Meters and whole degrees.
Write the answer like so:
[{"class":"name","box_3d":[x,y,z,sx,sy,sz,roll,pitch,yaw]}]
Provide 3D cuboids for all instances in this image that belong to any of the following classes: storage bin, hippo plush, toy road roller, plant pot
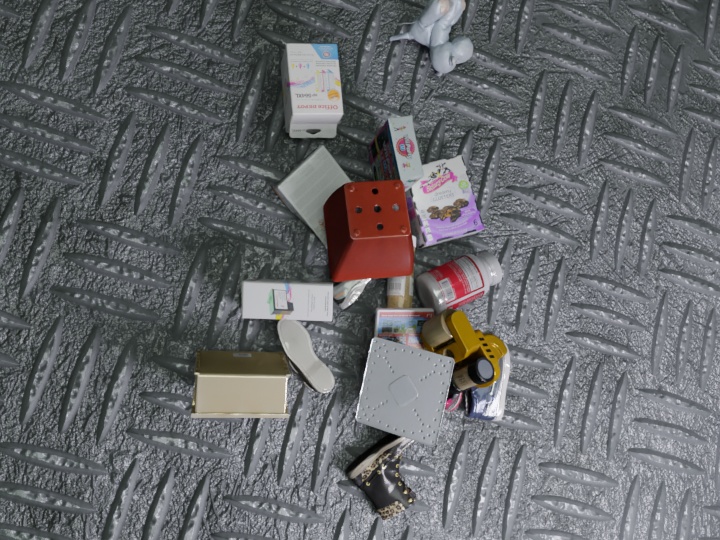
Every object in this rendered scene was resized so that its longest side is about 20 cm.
[{"class":"storage bin","box_3d":[-0.261,0.239,1.380,0.198,0.199,0.095,3,98,-13]},{"class":"hippo plush","box_3d":[0.213,-0.600,1.629,0.199,0.159,0.162,-28,89,-16]},{"class":"toy road roller","box_3d":[0.249,0.178,1.476,0.145,0.123,0.201,-24,81,-39]},{"class":"plant pot","box_3d":[0.025,-0.104,1.446,0.198,0.176,0.202,-5,71,-8]}]

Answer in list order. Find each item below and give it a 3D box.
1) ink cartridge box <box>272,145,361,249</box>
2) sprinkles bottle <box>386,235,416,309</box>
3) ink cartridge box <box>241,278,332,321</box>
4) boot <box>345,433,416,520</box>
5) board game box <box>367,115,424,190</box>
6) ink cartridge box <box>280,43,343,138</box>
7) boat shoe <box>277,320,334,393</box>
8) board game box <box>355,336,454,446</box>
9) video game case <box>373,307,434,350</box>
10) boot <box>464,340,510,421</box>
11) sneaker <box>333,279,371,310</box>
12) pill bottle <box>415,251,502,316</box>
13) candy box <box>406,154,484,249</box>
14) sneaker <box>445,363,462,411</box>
[{"class":"ink cartridge box","box_3d":[-0.093,-0.180,1.567,0.162,0.050,0.200,-44,111,-16]},{"class":"sprinkles bottle","box_3d":[0.099,0.014,1.562,0.068,0.068,0.202,6,81,-13]},{"class":"ink cartridge box","box_3d":[-0.161,0.065,1.433,0.198,0.145,0.085,2,91,-3]},{"class":"boot","box_3d":[0.084,0.471,1.486,0.199,0.073,0.151,-34,91,-7]},{"class":"board game box","box_3d":[0.081,-0.265,1.528,0.064,0.200,0.149,-9,84,-16]},{"class":"ink cartridge box","box_3d":[-0.118,-0.427,1.542,0.127,0.125,0.202,-4,83,-14]},{"class":"boat shoe","box_3d":[-0.135,0.200,1.483,0.074,0.060,0.201,-39,94,-29]},{"class":"board game box","box_3d":[0.101,0.271,1.442,0.198,0.026,0.202,13,93,22]},{"class":"video game case","box_3d":[0.100,0.189,1.526,0.142,0.017,0.202,1,104,-13]},{"class":"boot","box_3d":[0.311,0.270,1.573,0.089,0.073,0.202,8,81,-18]},{"class":"sneaker","box_3d":[0.000,0.000,1.539,0.079,0.074,0.200,40,75,0]},{"class":"pill bottle","box_3d":[0.245,0.028,1.572,0.199,0.112,0.113,-23,88,-16]},{"class":"candy box","box_3d":[0.201,-0.174,1.610,0.166,0.072,0.202,-16,86,-15]},{"class":"sneaker","box_3d":[0.231,0.243,1.544,0.080,0.075,0.202,9,77,18]}]
